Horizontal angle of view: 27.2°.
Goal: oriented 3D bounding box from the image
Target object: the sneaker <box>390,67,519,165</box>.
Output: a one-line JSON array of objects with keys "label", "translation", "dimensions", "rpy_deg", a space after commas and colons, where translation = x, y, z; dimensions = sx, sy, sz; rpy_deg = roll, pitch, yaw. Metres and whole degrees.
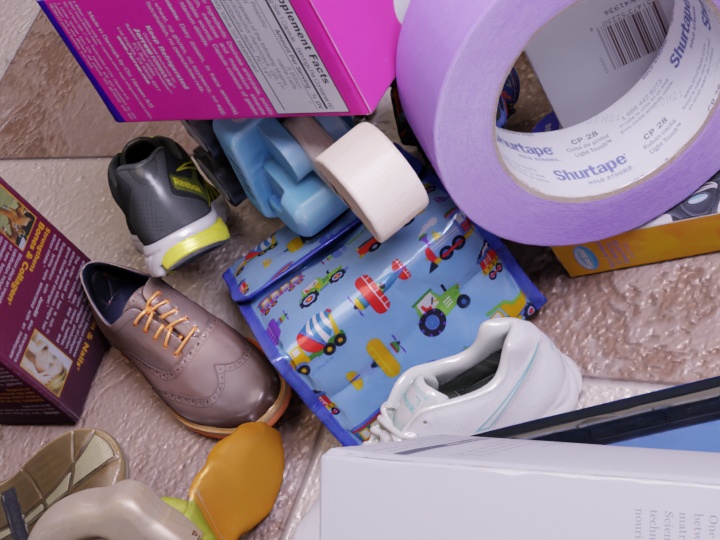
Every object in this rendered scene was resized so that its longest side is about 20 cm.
[{"label": "sneaker", "translation": [0.065, -0.115, 0.940], "dimensions": [0.078, 0.076, 0.200], "rpy_deg": [-15, 14, -4]}]

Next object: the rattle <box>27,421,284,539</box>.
[{"label": "rattle", "translation": [-0.150, 0.177, 0.908], "dimensions": [0.200, 0.130, 0.143], "rpy_deg": [-45, 26, 34]}]

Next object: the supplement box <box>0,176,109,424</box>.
[{"label": "supplement box", "translation": [-0.263, 0.011, 1.018], "dimensions": [0.085, 0.200, 0.111], "rpy_deg": [-5, 54, 32]}]

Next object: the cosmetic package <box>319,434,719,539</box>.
[{"label": "cosmetic package", "translation": [0.095, 0.178, 0.633], "dimensions": [0.199, 0.123, 0.201], "rpy_deg": [1, 89, 30]}]

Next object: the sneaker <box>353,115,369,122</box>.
[{"label": "sneaker", "translation": [-0.019, -0.125, 1.055], "dimensions": [0.200, 0.074, 0.089], "rpy_deg": [-46, 43, 9]}]

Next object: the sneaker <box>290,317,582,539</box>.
[{"label": "sneaker", "translation": [0.029, 0.098, 0.839], "dimensions": [0.200, 0.080, 0.070], "rpy_deg": [-42, 45, 1]}]

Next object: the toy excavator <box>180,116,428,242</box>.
[{"label": "toy excavator", "translation": [-0.023, -0.069, 0.897], "dimensions": [0.100, 0.195, 0.200], "rpy_deg": [-40, 65, -9]}]

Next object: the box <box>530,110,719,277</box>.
[{"label": "box", "translation": [0.192, -0.066, 0.886], "dimensions": [0.199, 0.041, 0.120], "rpy_deg": [-12, 51, 30]}]

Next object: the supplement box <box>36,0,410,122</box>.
[{"label": "supplement box", "translation": [-0.069, -0.154, 0.846], "dimensions": [0.199, 0.104, 0.101], "rpy_deg": [3, 48, 36]}]

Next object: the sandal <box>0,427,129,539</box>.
[{"label": "sandal", "translation": [-0.220, 0.166, 0.969], "dimensions": [0.199, 0.054, 0.081], "rpy_deg": [-30, 63, 21]}]

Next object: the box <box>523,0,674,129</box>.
[{"label": "box", "translation": [0.150, -0.194, 0.941], "dimensions": [0.124, 0.098, 0.201], "rpy_deg": [-25, 33, 12]}]

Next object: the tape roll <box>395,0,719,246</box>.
[{"label": "tape roll", "translation": [0.122, -0.111, 0.797], "dimensions": [0.199, 0.200, 0.066], "rpy_deg": [-33, 45, 7]}]

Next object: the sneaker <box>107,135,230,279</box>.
[{"label": "sneaker", "translation": [-0.133, -0.057, 1.026], "dimensions": [0.074, 0.085, 0.200], "rpy_deg": [-26, 15, -8]}]

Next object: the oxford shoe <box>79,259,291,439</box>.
[{"label": "oxford shoe", "translation": [-0.123, 0.050, 0.983], "dimensions": [0.199, 0.073, 0.071], "rpy_deg": [26, 72, 43]}]

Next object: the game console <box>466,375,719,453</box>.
[{"label": "game console", "translation": [0.147, 0.158, 0.690], "dimensions": [0.199, 0.172, 0.118], "rpy_deg": [-17, 22, 23]}]

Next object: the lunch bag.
[{"label": "lunch bag", "translation": [0.000, 0.000, 0.945], "dimensions": [0.150, 0.094, 0.200], "rpy_deg": [-39, 30, -1]}]
